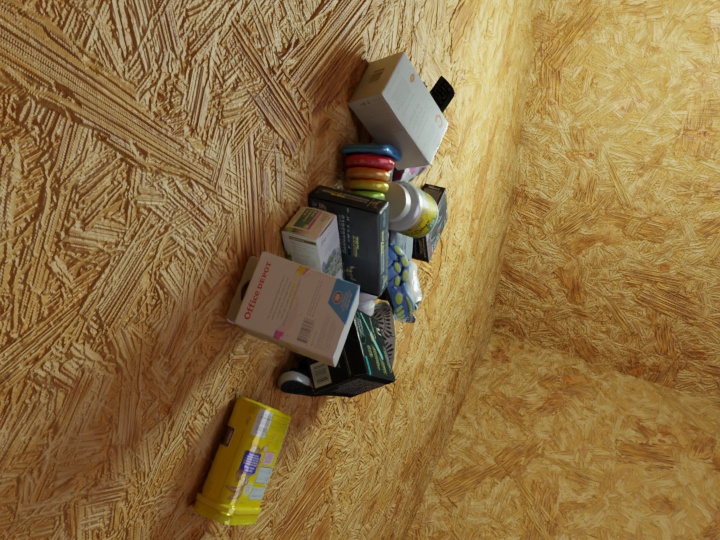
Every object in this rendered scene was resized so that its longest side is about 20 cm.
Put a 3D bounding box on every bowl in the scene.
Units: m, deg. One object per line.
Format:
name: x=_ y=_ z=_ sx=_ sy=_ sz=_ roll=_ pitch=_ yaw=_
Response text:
bowl: x=0.012 y=0.175 z=1.431 sx=0.200 sy=0.092 sz=0.205 roll=-175 pitch=-90 yaw=-74

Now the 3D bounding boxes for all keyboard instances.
keyboard: x=0.137 y=-0.364 z=1.352 sx=0.020 sy=0.128 sz=0.201 roll=15 pitch=124 yaw=-37

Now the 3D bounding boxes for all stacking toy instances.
stacking toy: x=0.015 y=-0.157 z=1.205 sx=0.116 sy=0.108 sz=0.204 roll=1 pitch=93 yaw=-67

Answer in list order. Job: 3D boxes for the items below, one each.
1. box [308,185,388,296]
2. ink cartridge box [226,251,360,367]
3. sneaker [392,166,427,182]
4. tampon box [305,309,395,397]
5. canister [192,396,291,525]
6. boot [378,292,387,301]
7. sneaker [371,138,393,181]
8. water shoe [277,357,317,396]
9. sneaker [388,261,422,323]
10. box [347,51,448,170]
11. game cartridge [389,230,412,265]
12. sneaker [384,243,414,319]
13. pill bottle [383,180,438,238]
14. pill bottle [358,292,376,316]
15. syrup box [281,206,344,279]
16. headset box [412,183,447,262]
box: x=-0.021 y=-0.058 z=1.156 sx=0.051 sy=0.155 sz=0.203 roll=-50 pitch=149 yaw=-45
ink cartridge box: x=-0.113 y=0.065 z=0.984 sx=0.125 sy=0.197 sz=0.131 roll=91 pitch=20 yaw=-76
sneaker: x=0.122 y=-0.256 z=1.419 sx=0.088 sy=0.081 sz=0.202 roll=30 pitch=92 yaw=-42
tampon box: x=-0.025 y=0.183 z=1.260 sx=0.200 sy=0.124 sz=0.152 roll=36 pitch=35 yaw=-66
canister: x=-0.209 y=0.345 z=1.056 sx=0.149 sy=0.085 sz=0.203 roll=53 pitch=53 yaw=-63
boot: x=0.066 y=-0.030 z=1.510 sx=0.205 sy=0.072 sz=0.156 roll=71 pitch=36 yaw=-57
sneaker: x=0.058 y=-0.263 z=1.351 sx=0.202 sy=0.072 sz=0.113 roll=-61 pitch=163 yaw=-25
water shoe: x=-0.122 y=0.222 z=1.241 sx=0.200 sy=0.070 sz=0.080 roll=44 pitch=36 yaw=-64
sneaker: x=0.129 y=0.059 z=1.538 sx=0.077 sy=0.079 sz=0.202 roll=95 pitch=13 yaw=-48
box: x=0.084 y=-0.331 z=1.221 sx=0.200 sy=0.096 sz=0.126 roll=47 pitch=58 yaw=-36
game cartridge: x=0.094 y=-0.096 z=1.468 sx=0.134 sy=0.041 sz=0.203 roll=55 pitch=34 yaw=-49
sneaker: x=0.079 y=0.026 z=1.390 sx=0.070 sy=0.083 sz=0.202 roll=-26 pitch=126 yaw=-18
pill bottle: x=0.100 y=-0.141 z=1.323 sx=0.199 sy=0.111 sz=0.115 roll=10 pitch=95 yaw=-66
pill bottle: x=0.000 y=0.000 z=1.307 sx=0.112 sy=0.110 sz=0.204 roll=-33 pitch=133 yaw=-59
syrup box: x=-0.088 y=-0.016 z=1.122 sx=0.202 sy=0.080 sz=0.079 roll=83 pitch=29 yaw=-42
headset box: x=0.197 y=-0.135 z=1.750 sx=0.150 sy=0.074 sz=0.202 roll=74 pitch=37 yaw=-53
